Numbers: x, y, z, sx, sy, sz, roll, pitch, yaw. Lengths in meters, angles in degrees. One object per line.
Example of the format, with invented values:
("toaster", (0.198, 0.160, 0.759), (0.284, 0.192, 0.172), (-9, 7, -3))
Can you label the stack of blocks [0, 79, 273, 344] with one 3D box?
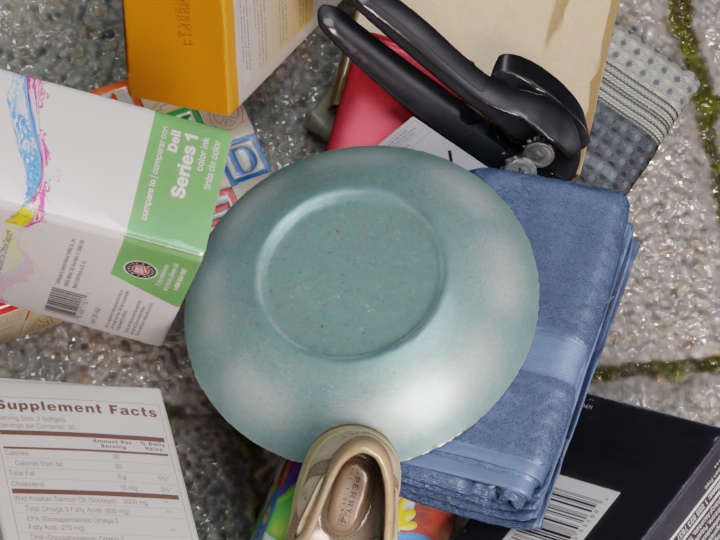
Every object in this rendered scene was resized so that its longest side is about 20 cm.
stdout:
("stack of blocks", (-0.158, -0.042, 1.756), (0.200, 0.059, 0.115), (-20, 75, -20))

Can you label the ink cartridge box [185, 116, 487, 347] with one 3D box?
("ink cartridge box", (0.000, 0.000, 1.698), (0.094, 0.044, 0.200), (35, 56, 23))

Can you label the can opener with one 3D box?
("can opener", (0.055, -0.107, 1.760), (0.200, 0.063, 0.079), (29, 28, -26))

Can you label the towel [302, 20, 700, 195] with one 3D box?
("towel", (0.089, -0.107, 1.864), (0.200, 0.035, 0.193), (36, 68, -1))

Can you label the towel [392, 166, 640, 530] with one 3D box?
("towel", (0.078, 0.041, 1.635), (0.112, 0.049, 0.200), (14, 67, 15))

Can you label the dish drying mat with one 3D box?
("dish drying mat", (0.009, -0.041, 1.787), (0.077, 0.018, 0.200), (16, 85, -9))

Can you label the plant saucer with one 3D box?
("plant saucer", (-0.002, 0.010, 1.615), (0.201, 0.039, 0.201), (-4, 63, 7))

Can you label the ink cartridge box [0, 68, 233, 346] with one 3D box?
("ink cartridge box", (-0.186, -0.042, 1.635), (0.200, 0.145, 0.084), (15, 66, -7))

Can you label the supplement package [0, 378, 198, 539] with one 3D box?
("supplement package", (-0.159, 0.172, 1.595), (0.117, 0.117, 0.200), (4, 46, -26))

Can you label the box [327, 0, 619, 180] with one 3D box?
("box", (0.081, -0.172, 1.841), (0.163, 0.021, 0.200), (16, 76, -7))

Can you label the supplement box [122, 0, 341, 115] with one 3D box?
("supplement box", (-0.068, -0.197, 1.760), (0.073, 0.126, 0.200), (12, 35, 22))

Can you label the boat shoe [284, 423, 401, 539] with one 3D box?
("boat shoe", (-0.021, 0.182, 1.551), (0.071, 0.065, 0.200), (8, 94, -5))

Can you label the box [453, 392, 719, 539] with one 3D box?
("box", (0.140, 0.213, 1.645), (0.200, 0.123, 0.198), (-48, 128, -25))

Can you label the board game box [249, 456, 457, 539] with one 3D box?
("board game box", (-0.024, 0.197, 1.669), (0.103, 0.105, 0.200), (22, 64, -4))
